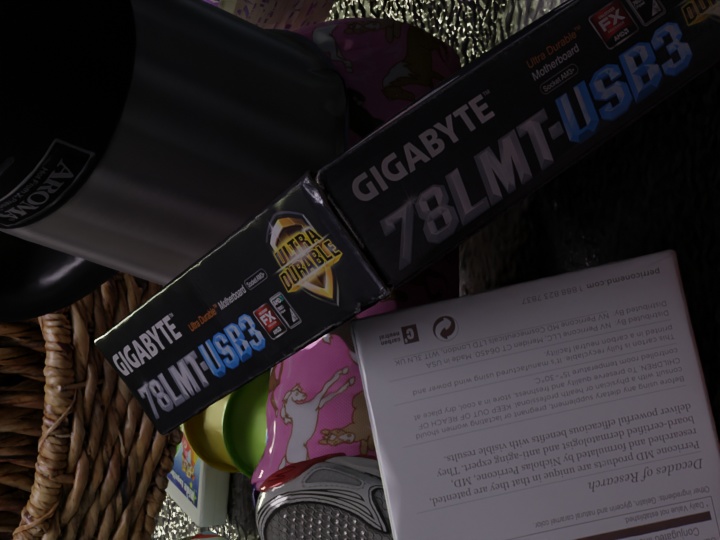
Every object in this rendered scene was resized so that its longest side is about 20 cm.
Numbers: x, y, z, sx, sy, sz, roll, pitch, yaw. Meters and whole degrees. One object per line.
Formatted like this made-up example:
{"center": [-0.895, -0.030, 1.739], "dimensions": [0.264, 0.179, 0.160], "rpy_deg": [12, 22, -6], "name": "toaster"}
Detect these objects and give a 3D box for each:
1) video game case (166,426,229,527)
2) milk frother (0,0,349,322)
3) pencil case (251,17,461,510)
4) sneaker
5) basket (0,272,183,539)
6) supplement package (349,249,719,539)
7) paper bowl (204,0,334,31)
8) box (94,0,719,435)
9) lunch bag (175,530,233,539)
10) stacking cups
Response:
{"center": [-0.097, 0.012, 1.302], "dimensions": [0.143, 0.018, 0.201], "rpy_deg": [37, 127, 56], "name": "video game case"}
{"center": [-0.131, -0.095, 0.963], "dimensions": [0.180, 0.188, 0.201], "rpy_deg": [-18, 63, 38], "name": "milk frother"}
{"center": [0.000, 0.000, 0.994], "dimensions": [0.086, 0.083, 0.201], "rpy_deg": [-6, 71, 26], "name": "pencil case"}
{"center": [0.028, 0.154, 0.919], "dimensions": [0.078, 0.082, 0.200], "rpy_deg": [-30, 99, 30], "name": "sneaker"}
{"center": [-0.169, 0.061, 1.125], "dimensions": [0.143, 0.148, 0.201], "rpy_deg": [-129, 51, -57], "name": "basket"}
{"center": [0.073, 0.110, 0.834], "dimensions": [0.114, 0.109, 0.201], "rpy_deg": [60, -162, -77], "name": "supplement package"}
{"center": [-0.053, -0.187, 1.080], "dimensions": [0.200, 0.104, 0.202], "rpy_deg": [16, 108, 62], "name": "paper bowl"}
{"center": [0.026, -0.033, 0.849], "dimensions": [0.050, 0.200, 0.198], "rpy_deg": [54, 152, -1], "name": "box"}
{"center": [-0.060, 0.211, 1.158], "dimensions": [0.200, 0.075, 0.161], "rpy_deg": [-159, 57, -75], "name": "lunch bag"}
{"center": [-0.013, 0.076, 1.094], "dimensions": [0.200, 0.060, 0.061], "rpy_deg": [14, 107, 62], "name": "stacking cups"}
